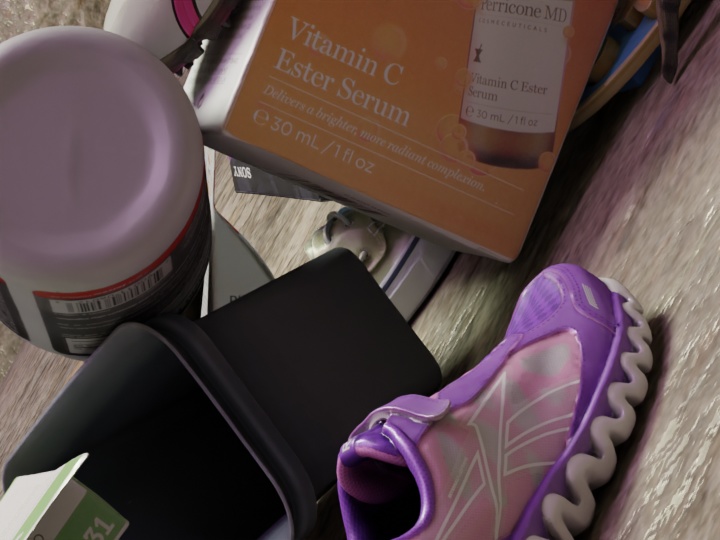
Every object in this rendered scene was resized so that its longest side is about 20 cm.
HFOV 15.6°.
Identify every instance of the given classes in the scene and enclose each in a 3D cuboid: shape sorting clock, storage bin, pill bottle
[{"bbox_3d":[0.129,-0.149,1.237,0.201,0.039,0.200,-57,10,16],"label":"shape sorting clock"},{"bbox_3d":[-0.052,0.086,1.230,0.134,0.146,0.200,-32,-9,-37],"label":"storage bin"},{"bbox_3d":[-0.125,-0.025,1.183,0.116,0.115,0.200,-62,-5,-13],"label":"pill bottle"}]

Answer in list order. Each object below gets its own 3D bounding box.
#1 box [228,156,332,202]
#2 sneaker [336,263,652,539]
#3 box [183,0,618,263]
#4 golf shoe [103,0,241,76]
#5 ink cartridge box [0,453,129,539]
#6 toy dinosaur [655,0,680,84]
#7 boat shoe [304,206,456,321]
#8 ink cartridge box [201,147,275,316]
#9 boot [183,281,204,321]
[{"bbox_3d":[-0.046,-0.135,1.299,0.143,0.036,0.202,-171,69,-71],"label":"box"},{"bbox_3d":[0.039,0.066,0.927,0.081,0.088,0.201,-49,13,50],"label":"sneaker"},{"bbox_3d":[0.026,-0.126,1.191,0.201,0.151,0.106,-69,17,-2],"label":"box"},{"bbox_3d":[-0.074,-0.175,1.144,0.201,0.092,0.073,-60,22,24],"label":"golf shoe"},{"bbox_3d":[-0.155,0.152,1.112,0.146,0.048,0.200,-56,10,-15],"label":"ink cartridge box"},{"bbox_3d":[0.164,-0.181,1.096,0.200,0.047,0.089,-54,40,34],"label":"toy dinosaur"},{"bbox_3d":[0.000,0.000,1.366,0.201,0.062,0.072,-56,11,12],"label":"boat shoe"},{"bbox_3d":[-0.069,-0.008,1.518,0.162,0.050,0.202,-145,57,-80],"label":"ink cartridge box"},{"bbox_3d":[-0.110,0.036,1.437,0.201,0.074,0.097,82,169,-45],"label":"boot"}]
